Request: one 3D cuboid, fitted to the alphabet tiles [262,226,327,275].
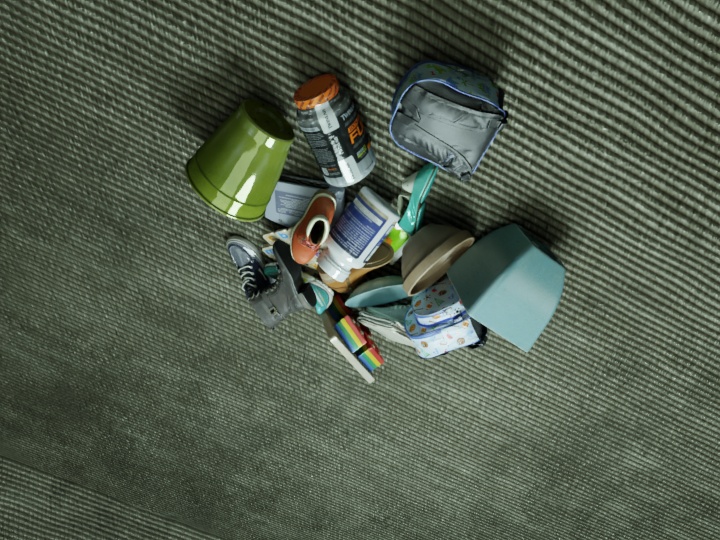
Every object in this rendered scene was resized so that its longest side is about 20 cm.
[{"bbox_3d":[-0.145,-0.048,1.580,0.196,0.015,0.196,-8,145,31],"label":"alphabet tiles"}]

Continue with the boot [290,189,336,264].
[{"bbox_3d":[-0.114,-0.075,1.433,0.073,0.109,0.202,17,129,-13],"label":"boot"}]

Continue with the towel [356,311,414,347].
[{"bbox_3d":[0.088,0.158,1.668,0.130,0.035,0.199,14,167,37],"label":"towel"}]

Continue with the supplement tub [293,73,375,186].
[{"bbox_3d":[-0.054,-0.285,1.296,0.120,0.124,0.202,-10,130,21],"label":"supplement tub"}]

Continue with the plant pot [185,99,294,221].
[{"bbox_3d":[-0.239,-0.245,1.344,0.198,0.202,0.193,32,120,-18],"label":"plant pot"}]

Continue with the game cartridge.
[{"bbox_3d":[-0.132,-0.152,1.487,0.195,0.041,0.135,13,130,9],"label":"game cartridge"}]

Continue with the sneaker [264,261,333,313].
[{"bbox_3d":[-0.165,0.041,1.622,0.197,0.081,0.078,27,162,9],"label":"sneaker"}]

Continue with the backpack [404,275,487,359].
[{"bbox_3d":[0.199,0.119,1.548,0.188,0.201,0.155,-32,109,15],"label":"backpack"}]

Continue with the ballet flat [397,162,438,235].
[{"bbox_3d":[0.119,-0.166,1.411,0.069,0.068,0.203,23,133,10],"label":"ballet flat"}]

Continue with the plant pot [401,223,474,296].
[{"bbox_3d":[0.161,-0.041,1.465,0.093,0.199,0.202,51,133,15],"label":"plant pot"}]

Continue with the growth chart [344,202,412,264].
[{"bbox_3d":[0.032,-0.091,1.527,0.196,0.018,0.146,24,133,-7],"label":"growth chart"}]

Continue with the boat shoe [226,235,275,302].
[{"bbox_3d":[-0.285,0.009,1.642,0.073,0.094,0.201,-19,126,28],"label":"boat shoe"}]

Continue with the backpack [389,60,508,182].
[{"bbox_3d":[0.157,-0.302,1.214,0.196,0.149,0.184,19,134,-13],"label":"backpack"}]

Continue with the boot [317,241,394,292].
[{"bbox_3d":[0.000,0.000,1.563,0.196,0.078,0.156,-21,155,7],"label":"boot"}]

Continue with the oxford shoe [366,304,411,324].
[{"bbox_3d":[0.111,0.117,1.684,0.195,0.059,0.075,13,179,11],"label":"oxford shoe"}]

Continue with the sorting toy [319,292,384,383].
[{"bbox_3d":[-0.026,0.160,1.668,0.069,0.201,0.200,-35,126,5],"label":"sorting toy"}]

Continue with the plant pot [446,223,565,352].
[{"bbox_3d":[0.347,0.019,1.439,0.194,0.198,0.201,31,110,-23],"label":"plant pot"}]

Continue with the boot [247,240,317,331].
[{"bbox_3d":[-0.215,0.043,1.571,0.171,0.069,0.203,-21,101,29],"label":"boot"}]

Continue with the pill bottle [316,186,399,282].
[{"bbox_3d":[-0.010,-0.078,1.434,0.110,0.111,0.201,34,102,-20],"label":"pill bottle"}]

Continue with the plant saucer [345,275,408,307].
[{"bbox_3d":[0.054,0.048,1.593,0.196,0.040,0.201,-12,167,-3],"label":"plant saucer"}]
